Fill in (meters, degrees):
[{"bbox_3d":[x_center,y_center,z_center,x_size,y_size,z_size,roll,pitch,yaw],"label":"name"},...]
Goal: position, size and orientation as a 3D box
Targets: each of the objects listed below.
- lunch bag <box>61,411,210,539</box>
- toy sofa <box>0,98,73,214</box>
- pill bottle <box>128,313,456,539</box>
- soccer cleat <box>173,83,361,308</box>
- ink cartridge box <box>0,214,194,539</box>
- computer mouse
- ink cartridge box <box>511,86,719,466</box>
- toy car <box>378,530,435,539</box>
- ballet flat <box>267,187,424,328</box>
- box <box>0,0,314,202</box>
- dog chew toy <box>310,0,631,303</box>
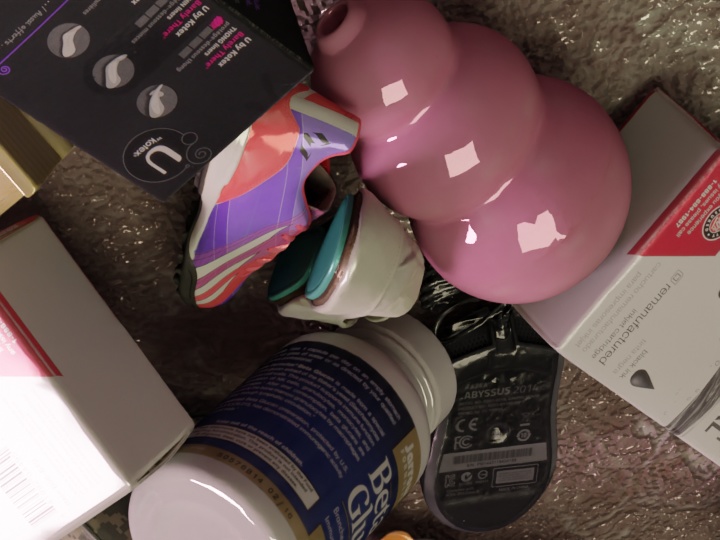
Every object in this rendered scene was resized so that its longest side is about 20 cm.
[{"bbox_3d":[-0.133,0.186,1.275,0.167,0.139,0.201,-31,156,-51],"label":"lunch bag"},{"bbox_3d":[-0.244,-0.030,1.083,0.200,0.098,0.083,-38,102,19],"label":"toy sofa"},{"bbox_3d":[-0.029,0.103,1.186,0.110,0.200,0.112,19,128,26],"label":"pill bottle"},{"bbox_3d":[-0.052,-0.031,1.107,0.073,0.069,0.200,16,148,-3],"label":"soccer cleat"},{"bbox_3d":[-0.209,0.087,1.127,0.200,0.085,0.146,-35,94,29],"label":"ink cartridge box"},{"bbox_3d":[0.084,0.069,1.297,0.137,0.053,0.201,-2,122,-18],"label":"computer mouse"},{"bbox_3d":[0.197,0.013,1.221,0.200,0.083,0.145,33,100,-38],"label":"ink cartridge box"},{"bbox_3d":[0.047,0.253,1.407,0.200,0.185,0.177,39,117,-9],"label":"toy car"},{"bbox_3d":[0.000,0.000,1.124,0.069,0.070,0.200,-5,176,-13],"label":"ballet flat"},{"bbox_3d":[-0.133,-0.143,0.971,0.106,0.123,0.200,-39,131,20],"label":"box"},{"bbox_3d":[0.051,-0.071,1.107,0.124,0.125,0.200,-39,123,20],"label":"dog chew toy"}]
